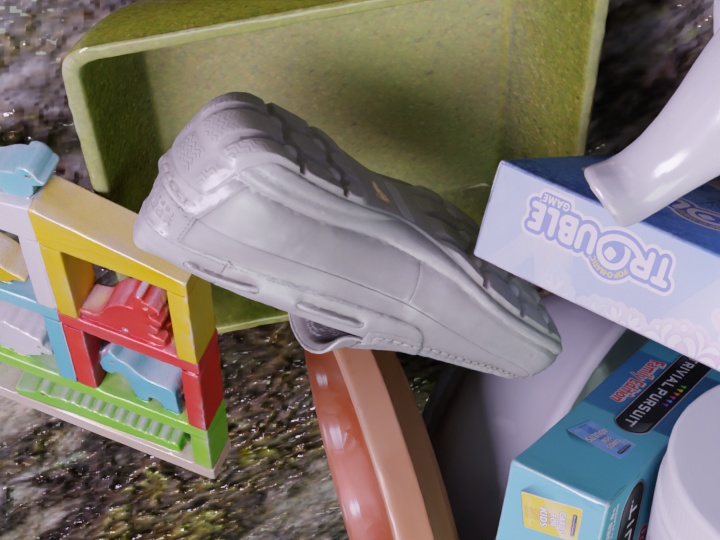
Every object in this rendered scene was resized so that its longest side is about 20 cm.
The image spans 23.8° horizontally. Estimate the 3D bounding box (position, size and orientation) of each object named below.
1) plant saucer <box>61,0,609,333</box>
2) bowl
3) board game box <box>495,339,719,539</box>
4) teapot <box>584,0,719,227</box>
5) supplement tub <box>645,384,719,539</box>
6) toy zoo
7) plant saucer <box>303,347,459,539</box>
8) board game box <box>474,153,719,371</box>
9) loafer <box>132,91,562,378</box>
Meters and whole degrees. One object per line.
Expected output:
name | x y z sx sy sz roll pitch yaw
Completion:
plant saucer | -0.009 -0.056 0.684 0.198 0.048 0.200 -11 148 -5
bowl | 0.088 0.089 0.868 0.201 0.090 0.203 -39 143 -39
board game box | 0.119 0.121 0.788 0.200 0.047 0.153 -31 137 -53
teapot | 0.204 -0.069 0.615 0.199 0.198 0.147 28 133 -3
supplement tub | 0.179 0.160 0.729 0.130 0.132 0.202 -6 128 -12
toy zoo | -0.121 0.014 0.709 0.130 0.021 0.201 20 150 11
plant saucer | 0.014 0.107 0.801 0.032 0.202 0.201 -15 148 -8
board game box | 0.178 0.006 0.670 0.198 0.199 0.044 -9 120 -54
loafer | 0.000 0.000 0.661 0.199 0.070 0.070 29 114 -36
